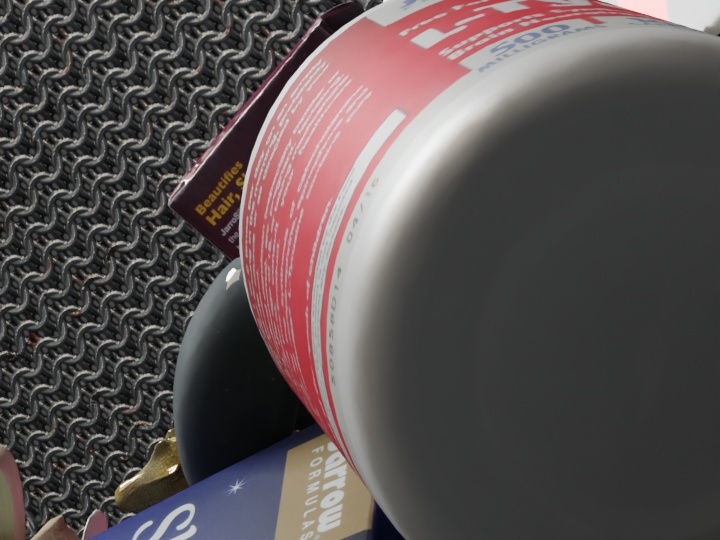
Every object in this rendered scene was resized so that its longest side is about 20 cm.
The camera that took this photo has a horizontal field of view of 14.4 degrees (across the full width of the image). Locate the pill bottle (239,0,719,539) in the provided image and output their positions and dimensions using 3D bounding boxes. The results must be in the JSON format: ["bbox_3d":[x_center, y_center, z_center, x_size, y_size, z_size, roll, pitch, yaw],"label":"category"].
[{"bbox_3d":[0.035,-0.002,0.594,0.112,0.112,0.200,-49,15,0],"label":"pill bottle"}]

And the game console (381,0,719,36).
[{"bbox_3d":[0.075,-0.111,0.778,0.177,0.031,0.201,-31,43,30],"label":"game console"}]

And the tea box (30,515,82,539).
[{"bbox_3d":[-0.132,0.215,0.850,0.197,0.134,0.200,-49,-1,28],"label":"tea box"}]

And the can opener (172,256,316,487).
[{"bbox_3d":[-0.023,0.083,0.761,0.053,0.066,0.201,-99,15,-65],"label":"can opener"}]

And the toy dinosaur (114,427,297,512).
[{"bbox_3d":[0.000,0.000,0.866,0.201,0.058,0.101,-63,-23,-15],"label":"toy dinosaur"}]

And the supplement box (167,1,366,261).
[{"bbox_3d":[0.030,-0.012,1.267,0.110,0.200,0.086,-49,-2,16],"label":"supplement box"}]

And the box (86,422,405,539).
[{"bbox_3d":[-0.046,0.097,0.672,0.199,0.032,0.121,-27,24,17],"label":"box"}]

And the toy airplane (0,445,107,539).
[{"bbox_3d":[-0.126,0.174,1.012,0.199,0.200,0.141,-42,29,15],"label":"toy airplane"}]
